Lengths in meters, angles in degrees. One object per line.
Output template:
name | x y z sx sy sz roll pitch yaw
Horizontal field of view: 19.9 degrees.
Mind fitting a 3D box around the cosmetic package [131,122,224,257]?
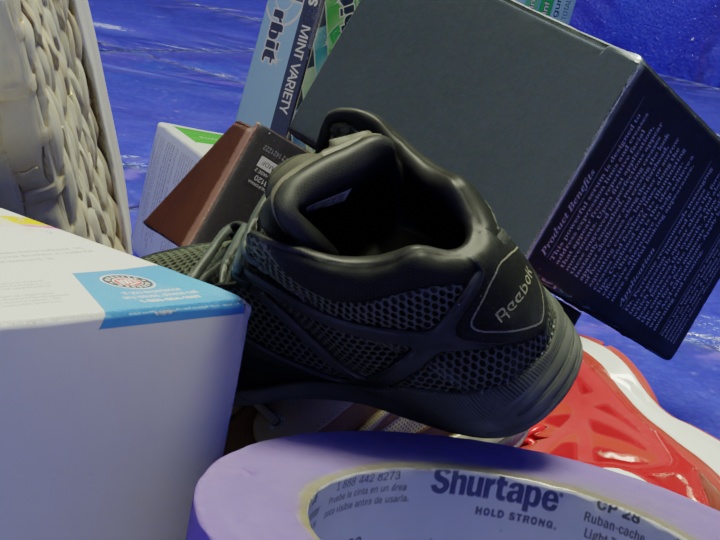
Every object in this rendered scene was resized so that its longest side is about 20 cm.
cosmetic package | -0.048 -0.016 1.152 0.107 0.085 0.200 9 11 -26

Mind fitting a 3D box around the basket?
basket | -0.173 -0.051 0.834 0.135 0.200 0.124 -9 34 0

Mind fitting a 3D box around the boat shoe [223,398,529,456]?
boat shoe | -0.022 0.059 0.791 0.200 0.072 0.076 -23 25 -33

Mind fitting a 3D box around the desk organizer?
desk organizer | 0.000 0.000 1.000 0.200 0.072 0.077 30 0 -26

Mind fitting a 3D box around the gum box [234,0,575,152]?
gum box | 0.030 -0.119 1.103 0.044 0.170 0.200 24 13 39

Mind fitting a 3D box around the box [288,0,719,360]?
box | 0.088 -0.054 1.004 0.148 0.107 0.200 31 1 32

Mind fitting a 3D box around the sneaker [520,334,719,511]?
sneaker | 0.072 0.075 0.873 0.115 0.079 0.200 2 14 -38

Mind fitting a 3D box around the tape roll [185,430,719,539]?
tape roll | 0.040 0.121 0.624 0.199 0.085 0.200 10 12 -2

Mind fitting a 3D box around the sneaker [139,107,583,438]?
sneaker | -0.027 -0.005 0.718 0.199 0.114 0.076 6 48 40

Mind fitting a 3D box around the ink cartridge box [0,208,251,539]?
ink cartridge box | -0.160 0.046 0.692 0.200 0.126 0.128 19 15 36
